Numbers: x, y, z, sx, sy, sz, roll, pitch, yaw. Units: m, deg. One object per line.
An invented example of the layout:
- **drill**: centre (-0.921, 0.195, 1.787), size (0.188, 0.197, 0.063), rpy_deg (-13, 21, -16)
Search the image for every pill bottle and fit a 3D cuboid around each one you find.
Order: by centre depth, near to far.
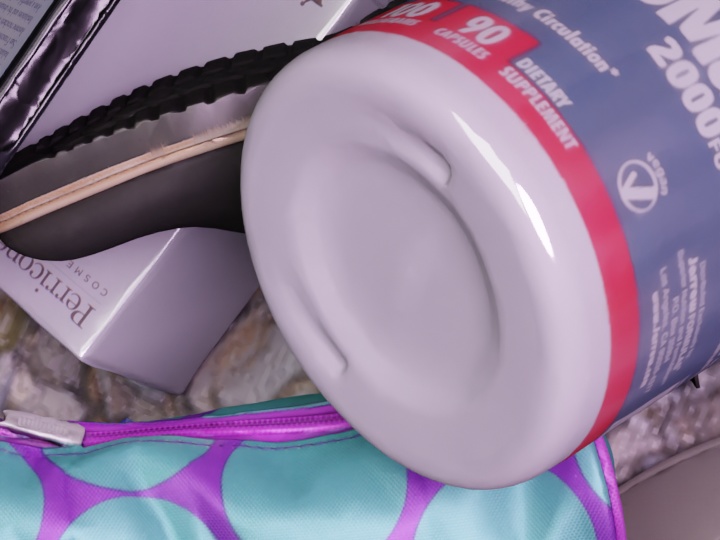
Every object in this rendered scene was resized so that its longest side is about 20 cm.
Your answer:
- **pill bottle**: centre (0.078, -0.037, 0.732), size (0.200, 0.120, 0.120), rpy_deg (-29, 61, -36)

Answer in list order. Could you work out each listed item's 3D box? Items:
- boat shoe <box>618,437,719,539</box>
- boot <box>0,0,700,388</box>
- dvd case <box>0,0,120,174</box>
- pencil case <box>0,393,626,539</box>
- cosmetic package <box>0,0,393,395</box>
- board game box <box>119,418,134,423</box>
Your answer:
- **boat shoe**: centre (0.069, 0.128, 0.829), size (0.200, 0.073, 0.063), rpy_deg (-43, 110, 1)
- **boot**: centre (0.000, 0.000, 0.818), size (0.199, 0.077, 0.139), rpy_deg (-17, 104, -2)
- **dvd case**: centre (-0.104, -0.087, 0.835), size (0.200, 0.018, 0.143), rpy_deg (-55, 27, -3)
- **pencil case**: centre (-0.028, 0.070, 0.780), size (0.199, 0.085, 0.093), rpy_deg (-7, 115, -2)
- **cosmetic package**: centre (-0.053, -0.073, 0.897), size (0.113, 0.081, 0.200), rpy_deg (36, 91, 22)
- **board game box**: centre (-0.105, 0.165, 0.855), size (0.200, 0.045, 0.152), rpy_deg (-43, 45, 7)
